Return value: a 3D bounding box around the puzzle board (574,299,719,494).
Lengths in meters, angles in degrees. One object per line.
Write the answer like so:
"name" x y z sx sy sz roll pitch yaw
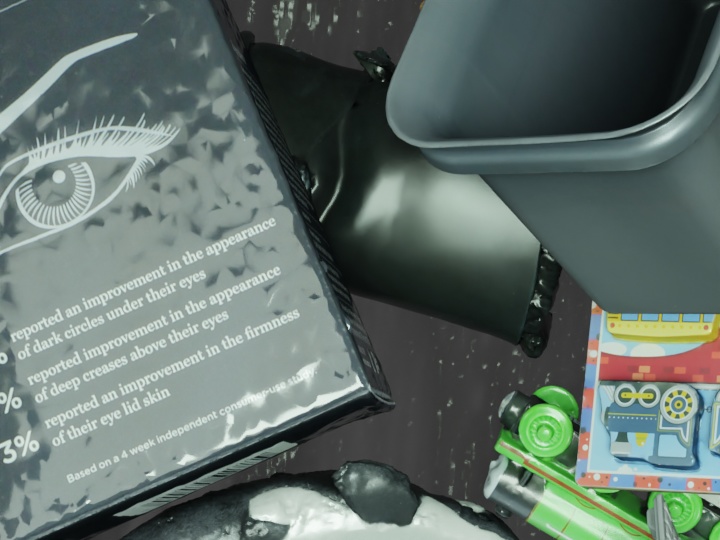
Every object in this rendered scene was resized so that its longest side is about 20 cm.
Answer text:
"puzzle board" 0.179 0.010 0.811 0.198 0.017 0.152 0 76 27

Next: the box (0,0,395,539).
"box" -0.093 -0.016 0.785 0.147 0.104 0.201 -22 82 3

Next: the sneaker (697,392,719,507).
"sneaker" 0.224 0.084 0.857 0.199 0.089 0.076 33 136 7

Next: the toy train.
"toy train" 0.138 0.116 0.888 0.199 0.042 0.057 30 106 3

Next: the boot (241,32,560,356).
"boot" 0.000 0.001 0.874 0.161 0.073 0.200 11 92 2

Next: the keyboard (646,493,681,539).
"keyboard" 0.148 0.181 0.843 0.011 0.056 0.201 -20 115 9

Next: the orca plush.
"orca plush" -0.033 0.117 0.893 0.198 0.071 0.106 -15 118 -4

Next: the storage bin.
"storage bin" 0.107 -0.083 0.786 0.145 0.135 0.201 -1 53 36
